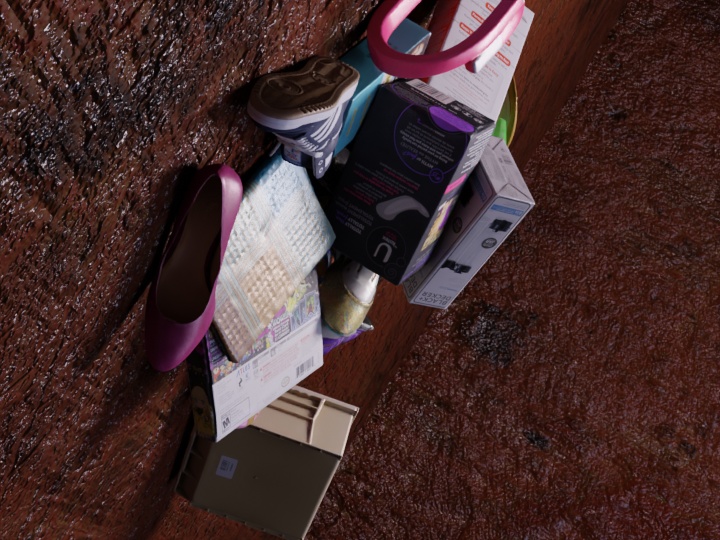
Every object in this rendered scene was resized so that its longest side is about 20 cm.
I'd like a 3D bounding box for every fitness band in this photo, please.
[{"bbox_3d":[0.094,-0.279,1.240,0.200,0.143,0.037,-50,149,-28],"label":"fitness band"}]

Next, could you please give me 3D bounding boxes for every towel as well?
[{"bbox_3d":[-0.104,-0.022,1.178,0.200,0.022,0.147,-53,137,-34],"label":"towel"}]

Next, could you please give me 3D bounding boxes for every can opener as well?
[{"bbox_3d":[-0.015,-0.142,1.418,0.067,0.053,0.200,-27,-169,35],"label":"can opener"}]

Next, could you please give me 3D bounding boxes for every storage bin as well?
[{"bbox_3d":[-0.132,0.250,1.537,0.094,0.198,0.200,-74,-174,-51],"label":"storage bin"}]

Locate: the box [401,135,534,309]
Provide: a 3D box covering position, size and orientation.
[{"bbox_3d":[0.116,-0.059,1.389,0.060,0.117,0.200,9,136,-32],"label":"box"}]

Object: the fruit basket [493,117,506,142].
[{"bbox_3d":[0.084,-0.118,1.511,0.216,0.155,0.216,-45,-146,42],"label":"fruit basket"}]

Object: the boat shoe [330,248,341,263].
[{"bbox_3d":[-0.006,-0.032,1.528,0.200,0.074,0.062,-90,-160,-51],"label":"boat shoe"}]

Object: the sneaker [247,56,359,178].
[{"bbox_3d":[-0.063,-0.136,1.100,0.109,0.070,0.200,-66,171,26],"label":"sneaker"}]

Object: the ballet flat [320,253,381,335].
[{"bbox_3d":[0.000,0.000,1.377,0.200,0.071,0.071,-68,-178,-56],"label":"ballet flat"}]

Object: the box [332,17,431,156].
[{"bbox_3d":[0.007,-0.212,1.278,0.200,0.049,0.082,-48,165,-46],"label":"box"}]

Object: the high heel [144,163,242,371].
[{"bbox_3d":[-0.159,-0.002,1.028,0.096,0.067,0.201,-36,142,-89],"label":"high heel"}]

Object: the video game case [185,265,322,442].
[{"bbox_3d":[-0.114,0.062,1.236,0.200,0.036,0.182,-34,128,-49],"label":"video game case"}]

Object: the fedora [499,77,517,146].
[{"bbox_3d":[0.149,-0.249,1.626,0.082,0.201,0.201,-13,149,-21],"label":"fedora"}]

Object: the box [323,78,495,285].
[{"bbox_3d":[0.051,-0.104,1.304,0.200,0.122,0.106,-64,167,23],"label":"box"}]

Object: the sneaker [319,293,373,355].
[{"bbox_3d":[-0.045,0.067,1.441,0.083,0.081,0.200,-39,172,12],"label":"sneaker"}]

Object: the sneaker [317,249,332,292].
[{"bbox_3d":[-0.073,-0.013,1.443,0.088,0.075,0.200,-64,-179,-23],"label":"sneaker"}]

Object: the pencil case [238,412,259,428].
[{"bbox_3d":[-0.138,0.100,1.383,0.087,0.083,0.200,-44,161,-55],"label":"pencil case"}]

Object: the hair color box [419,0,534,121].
[{"bbox_3d":[0.134,-0.266,1.416,0.064,0.111,0.200,-14,-131,56],"label":"hair color box"}]
